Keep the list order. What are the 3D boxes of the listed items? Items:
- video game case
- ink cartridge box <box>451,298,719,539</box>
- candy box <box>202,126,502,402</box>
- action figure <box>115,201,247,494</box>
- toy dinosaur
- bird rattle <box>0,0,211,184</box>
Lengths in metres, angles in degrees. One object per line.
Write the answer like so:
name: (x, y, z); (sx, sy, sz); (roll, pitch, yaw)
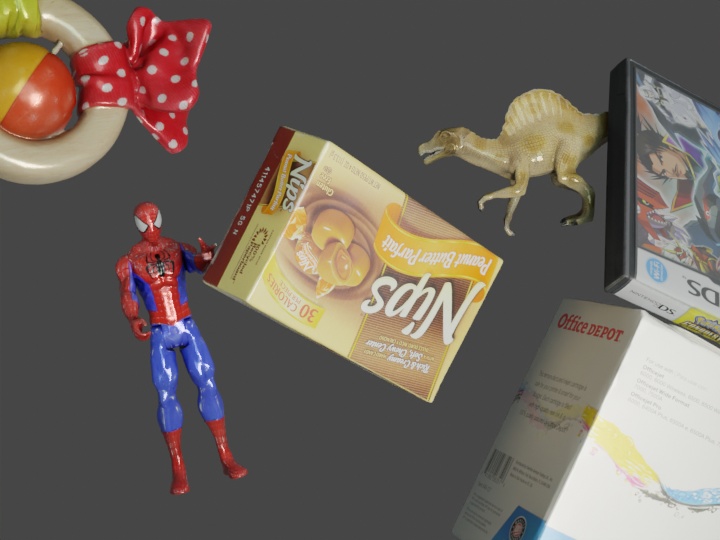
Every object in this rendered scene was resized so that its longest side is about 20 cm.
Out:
video game case: (0.254, -0.037, 1.072); (0.180, 0.025, 0.200); (24, 52, -21)
ink cartridge box: (0.188, 0.140, 1.066); (0.144, 0.147, 0.200); (27, 87, -14)
candy box: (0.000, 0.000, 1.013); (0.200, 0.055, 0.116); (32, 85, -44)
action figure: (-0.120, 0.051, 1.011); (0.065, 0.099, 0.200); (-14, 94, -14)
toy dinosaur: (0.146, -0.084, 1.090); (0.200, 0.058, 0.101); (-13, 95, -13)
bird rattle: (-0.202, -0.128, 0.972); (0.200, 0.113, 0.163); (41, 64, -23)
